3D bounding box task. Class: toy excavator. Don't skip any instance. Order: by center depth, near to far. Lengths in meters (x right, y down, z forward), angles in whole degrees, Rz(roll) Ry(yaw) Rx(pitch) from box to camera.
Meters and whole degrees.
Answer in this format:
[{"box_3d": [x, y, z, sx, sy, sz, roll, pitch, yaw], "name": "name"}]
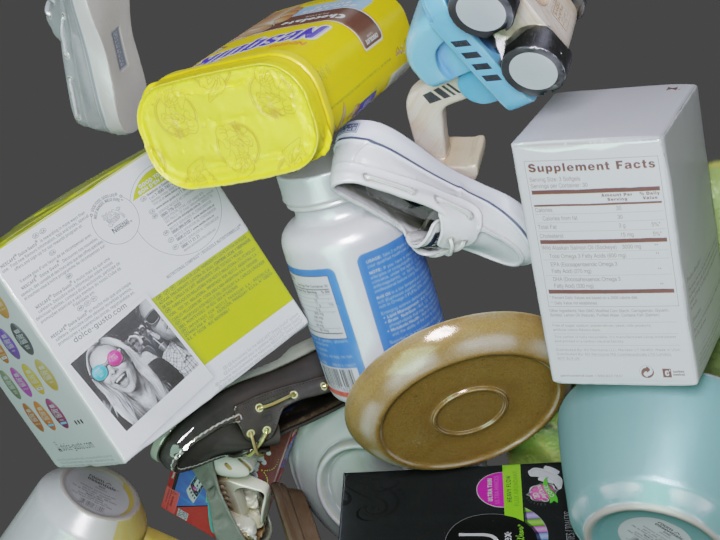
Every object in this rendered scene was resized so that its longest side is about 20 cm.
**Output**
[{"box_3d": [0.079, -0.157, 1.235, 0.200, 0.100, 0.194, -17, 131, 39], "name": "toy excavator"}]

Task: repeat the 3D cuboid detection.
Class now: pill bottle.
[{"box_3d": [0.000, 0.000, 1.359, 0.112, 0.112, 0.200, -6, 112, 28], "name": "pill bottle"}]

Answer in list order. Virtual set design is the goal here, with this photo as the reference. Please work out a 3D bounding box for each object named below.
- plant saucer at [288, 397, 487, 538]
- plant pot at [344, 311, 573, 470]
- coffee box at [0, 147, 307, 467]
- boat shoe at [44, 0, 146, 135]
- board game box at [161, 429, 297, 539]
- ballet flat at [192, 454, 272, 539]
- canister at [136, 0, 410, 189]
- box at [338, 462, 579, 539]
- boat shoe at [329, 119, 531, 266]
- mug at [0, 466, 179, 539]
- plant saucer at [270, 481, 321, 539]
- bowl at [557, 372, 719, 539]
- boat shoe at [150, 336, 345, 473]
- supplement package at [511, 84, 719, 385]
[{"box_3d": [0.017, 0.191, 1.486, 0.200, 0.050, 0.200, 11, 120, 21], "name": "plant saucer"}, {"box_3d": [0.086, 0.107, 1.343, 0.200, 0.027, 0.200, -11, 142, -9], "name": "plant pot"}, {"box_3d": [-0.205, 0.027, 1.376, 0.198, 0.200, 0.200, 57, 154, -8], "name": "coffee box"}, {"box_3d": [-0.233, -0.211, 1.396, 0.068, 0.072, 0.200, 5, 126, 24], "name": "boat shoe"}, {"box_3d": [-0.124, 0.181, 1.553, 0.103, 0.019, 0.200, 28, 131, 10], "name": "board game box"}, {"box_3d": [-0.115, 0.178, 1.484, 0.064, 0.067, 0.200, 9, 137, 19], "name": "ballet flat"}, {"box_3d": [-0.058, -0.143, 1.258, 0.149, 0.200, 0.087, -9, 111, 29], "name": "canister"}, {"box_3d": [0.085, 0.256, 1.386, 0.200, 0.149, 0.124, -4, 122, 6], "name": "box"}, {"box_3d": [0.057, -0.042, 1.295, 0.200, 0.065, 0.074, 28, 151, -21], "name": "boat shoe"}, {"box_3d": [-0.270, 0.274, 1.637, 0.149, 0.187, 0.153, 49, 123, 37], "name": "mug"}, {"box_3d": [-0.039, 0.284, 1.487, 0.029, 0.200, 0.200, -17, 110, -5], "name": "plant saucer"}, {"box_3d": [0.242, 0.177, 1.296, 0.201, 0.105, 0.201, 13, 143, 10], "name": "bowl"}, {"box_3d": [-0.084, 0.122, 1.405, 0.061, 0.201, 0.072, 47, 146, 22], "name": "boat shoe"}, {"box_3d": [0.200, -0.027, 1.245, 0.117, 0.117, 0.200, -1, 114, 26], "name": "supplement package"}]
